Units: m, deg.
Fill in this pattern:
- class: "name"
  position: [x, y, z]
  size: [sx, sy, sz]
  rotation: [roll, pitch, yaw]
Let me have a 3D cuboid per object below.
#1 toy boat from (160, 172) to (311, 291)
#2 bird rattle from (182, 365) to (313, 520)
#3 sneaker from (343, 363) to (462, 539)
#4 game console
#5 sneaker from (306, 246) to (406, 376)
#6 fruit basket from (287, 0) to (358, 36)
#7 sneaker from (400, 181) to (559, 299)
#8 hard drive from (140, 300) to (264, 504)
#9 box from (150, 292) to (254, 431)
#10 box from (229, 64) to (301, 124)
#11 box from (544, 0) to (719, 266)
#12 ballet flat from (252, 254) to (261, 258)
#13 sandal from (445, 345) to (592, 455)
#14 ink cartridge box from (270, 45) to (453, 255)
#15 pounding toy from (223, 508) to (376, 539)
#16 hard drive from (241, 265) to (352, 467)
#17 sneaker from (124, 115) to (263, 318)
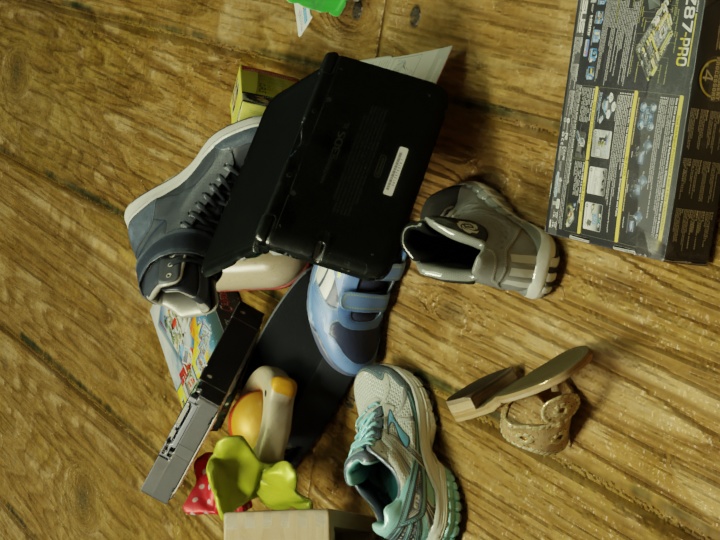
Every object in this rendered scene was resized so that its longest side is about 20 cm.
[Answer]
- class: "toy boat"
  position: [-0.129, -0.039, 1.878]
  size: [0.198, 0.131, 0.132]
  rotation: [-2, 81, 19]
- class: "bird rattle"
  position: [-0.101, 0.178, 1.761]
  size: [0.200, 0.112, 0.165]
  rotation: [164, 122, -79]
- class: "sneaker"
  position: [0.024, 0.159, 1.592]
  size: [0.078, 0.086, 0.201]
  rotation: [-61, 36, 35]
- class: "game console"
  position: [-0.032, -0.077, 1.568]
  size: [0.117, 0.174, 0.201]
  rotation: [94, -166, -63]
- class: "sneaker"
  position: [0.000, 0.000, 1.679]
  size: [0.082, 0.073, 0.202]
  rotation: [1, 91, 54]
- class: "fruit basket"
  position: [-0.026, -0.365, 1.798]
  size: [0.186, 0.093, 0.201]
  rotation: [126, 154, -43]
- class: "sneaker"
  position: [0.074, -0.034, 1.501]
  size: [0.200, 0.114, 0.076]
  rotation: [30, 112, 59]
- class: "hard drive"
  position: [-0.161, 0.135, 1.846]
  size: [0.140, 0.038, 0.200]
  rotation: [-61, 3, 27]
- class: "box"
  position: [-0.184, 0.065, 2.042]
  size: [0.137, 0.037, 0.201]
  rotation: [-63, 35, 34]
- class: "box"
  position: [-0.093, -0.162, 1.810]
  size: [0.200, 0.074, 0.051]
  rotation: [-103, 27, -73]
- class: "box"
  position: [0.211, -0.114, 1.332]
  size: [0.161, 0.049, 0.202]
  rotation: [17, 100, 63]
- class: "ballet flat"
  position: [-0.092, -0.045, 1.760]
  size: [0.067, 0.198, 0.063]
  rotation: [-59, -33, -73]
- class: "sandal"
  position: [0.142, 0.114, 1.427]
  size: [0.070, 0.077, 0.211]
  rotation: [61, 156, -3]
- class: "ink cartridge box"
  position: [0.001, -0.110, 1.640]
  size: [0.173, 0.044, 0.201]
  rotation: [-2, 56, 47]
- class: "pounding toy"
  position: [-0.075, 0.321, 1.601]
  size: [0.141, 0.184, 0.202]
  rotation: [-4, 79, 16]
- class: "hard drive"
  position: [-0.063, 0.098, 1.809]
  size: [0.201, 0.042, 0.136]
  rotation: [-59, 38, 39]
- class: "sneaker"
  position: [-0.136, -0.043, 1.680]
  size: [0.202, 0.077, 0.147]
  rotation: [-37, 42, 24]
